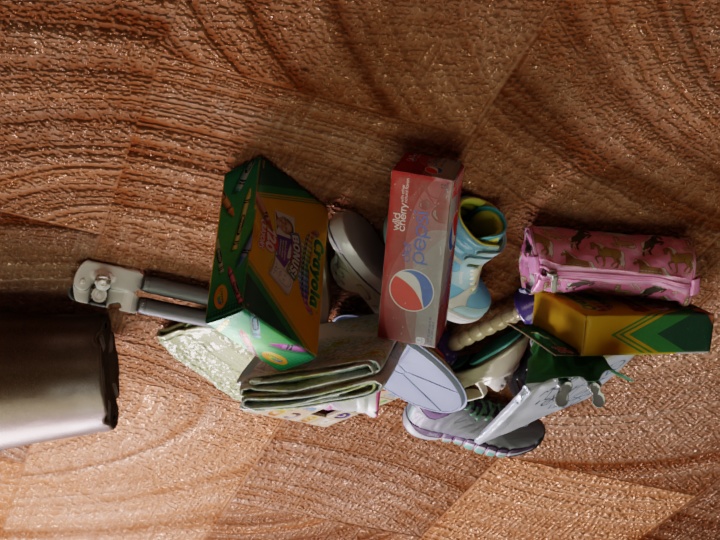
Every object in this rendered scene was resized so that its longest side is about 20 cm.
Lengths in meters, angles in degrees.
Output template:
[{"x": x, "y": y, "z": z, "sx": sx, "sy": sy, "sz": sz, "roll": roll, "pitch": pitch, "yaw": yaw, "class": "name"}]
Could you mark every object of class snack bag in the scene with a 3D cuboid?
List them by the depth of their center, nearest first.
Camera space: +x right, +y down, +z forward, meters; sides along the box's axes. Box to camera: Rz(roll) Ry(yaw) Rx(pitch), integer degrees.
[{"x": 0.246, "y": 0.149, "z": 1.733, "sx": 0.200, "sy": 0.021, "sz": 0.189, "roll": -20, "pitch": 161, "yaw": -26, "class": "snack bag"}]

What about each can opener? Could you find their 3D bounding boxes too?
[{"x": -0.258, "y": 0.030, "z": 1.713, "sx": 0.200, "sy": 0.053, "sz": 0.066, "roll": 12, "pitch": 179, "yaw": -10, "class": "can opener"}]

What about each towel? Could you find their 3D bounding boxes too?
[{"x": -0.037, "y": 0.102, "z": 1.567, "sx": 0.171, "sy": 0.200, "sz": 0.048, "roll": -9, "pitch": 104, "yaw": 14, "class": "towel"}, {"x": -0.159, "y": 0.113, "z": 1.828, "sx": 0.148, "sy": 0.037, "sz": 0.200, "roll": -17, "pitch": 141, "yaw": 28, "class": "towel"}]

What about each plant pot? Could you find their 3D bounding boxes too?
[{"x": -0.414, "y": 0.135, "z": 1.761, "sx": 0.198, "sy": 0.200, "sz": 0.200, "roll": -5, "pitch": 146, "yaw": -2, "class": "plant pot"}]

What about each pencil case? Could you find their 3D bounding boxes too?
[{"x": 0.281, "y": -0.005, "z": 1.569, "sx": 0.200, "sy": 0.087, "sz": 0.083, "roll": 4, "pitch": 152, "yaw": -6, "class": "pencil case"}]

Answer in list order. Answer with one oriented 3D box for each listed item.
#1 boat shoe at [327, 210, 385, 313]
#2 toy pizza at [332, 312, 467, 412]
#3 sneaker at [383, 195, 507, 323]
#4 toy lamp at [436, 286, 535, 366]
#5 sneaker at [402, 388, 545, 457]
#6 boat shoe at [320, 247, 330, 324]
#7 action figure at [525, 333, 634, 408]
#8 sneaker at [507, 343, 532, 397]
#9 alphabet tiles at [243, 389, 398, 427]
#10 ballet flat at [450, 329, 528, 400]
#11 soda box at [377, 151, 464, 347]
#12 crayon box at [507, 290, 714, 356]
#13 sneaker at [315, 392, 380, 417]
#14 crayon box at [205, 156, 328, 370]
[{"x": 0.000, "y": 0.000, "z": 1.621, "sx": 0.070, "sy": 0.071, "sz": 0.200, "roll": -18, "pitch": 147, "yaw": 20, "class": "boat shoe"}, {"x": 0.053, "y": 0.112, "z": 1.761, "sx": 0.200, "sy": 0.032, "sz": 0.200, "roll": 29, "pitch": 158, "yaw": 13, "class": "toy pizza"}, {"x": 0.128, "y": -0.011, "z": 1.583, "sx": 0.131, "sy": 0.080, "sz": 0.200, "roll": -17, "pitch": 142, "yaw": 29, "class": "sneaker"}, {"x": 0.169, "y": 0.064, "z": 1.712, "sx": 0.058, "sy": 0.058, "sz": 0.200, "roll": 30, "pitch": 141, "yaw": -33, "class": "toy lamp"}, {"x": 0.161, "y": 0.201, "z": 1.901, "sx": 0.200, "sy": 0.074, "sz": 0.088, "roll": 7, "pitch": 141, "yaw": -4, "class": "sneaker"}, {"x": -0.072, "y": 0.038, "z": 1.677, "sx": 0.069, "sy": 0.071, "sz": 0.200, "roll": 4, "pitch": 147, "yaw": -4, "class": "boat shoe"}, {"x": 0.236, "y": 0.103, "z": 1.595, "sx": 0.118, "sy": 0.200, "sz": 0.055, "roll": 3, "pitch": 107, "yaw": -1, "class": "action figure"}, {"x": 0.256, "y": 0.113, "z": 1.763, "sx": 0.087, "sy": 0.074, "sz": 0.200, "roll": -3, "pitch": 158, "yaw": -27, "class": "sneaker"}, {"x": -0.056, "y": 0.175, "z": 1.891, "sx": 0.167, "sy": 0.008, "sz": 0.200, "roll": -25, "pitch": 152, "yaw": 35, "class": "alphabet tiles"}, {"x": 0.156, "y": 0.131, "z": 1.793, "sx": 0.069, "sy": 0.069, "sz": 0.200, "roll": 27, "pitch": 147, "yaw": -30, "class": "ballet flat"}, {"x": 0.064, "y": -0.022, "z": 1.495, "sx": 0.070, "sy": 0.063, "sz": 0.200, "roll": 11, "pitch": 115, "yaw": 12, "class": "soda box"}, {"x": 0.286, "y": 0.057, "z": 1.593, "sx": 0.200, "sy": 0.127, "sz": 0.051, "roll": -1, "pitch": 105, "yaw": -21, "class": "crayon box"}, {"x": -0.035, "y": 0.129, "z": 1.701, "sx": 0.088, "sy": 0.081, "sz": 0.200, "roll": 8, "pitch": 178, "yaw": -13, "class": "sneaker"}, {"x": -0.098, "y": -0.007, "z": 1.498, "sx": 0.058, "sy": 0.200, "sz": 0.119, "roll": -21, "pitch": 139, "yaw": 32, "class": "crayon box"}]
